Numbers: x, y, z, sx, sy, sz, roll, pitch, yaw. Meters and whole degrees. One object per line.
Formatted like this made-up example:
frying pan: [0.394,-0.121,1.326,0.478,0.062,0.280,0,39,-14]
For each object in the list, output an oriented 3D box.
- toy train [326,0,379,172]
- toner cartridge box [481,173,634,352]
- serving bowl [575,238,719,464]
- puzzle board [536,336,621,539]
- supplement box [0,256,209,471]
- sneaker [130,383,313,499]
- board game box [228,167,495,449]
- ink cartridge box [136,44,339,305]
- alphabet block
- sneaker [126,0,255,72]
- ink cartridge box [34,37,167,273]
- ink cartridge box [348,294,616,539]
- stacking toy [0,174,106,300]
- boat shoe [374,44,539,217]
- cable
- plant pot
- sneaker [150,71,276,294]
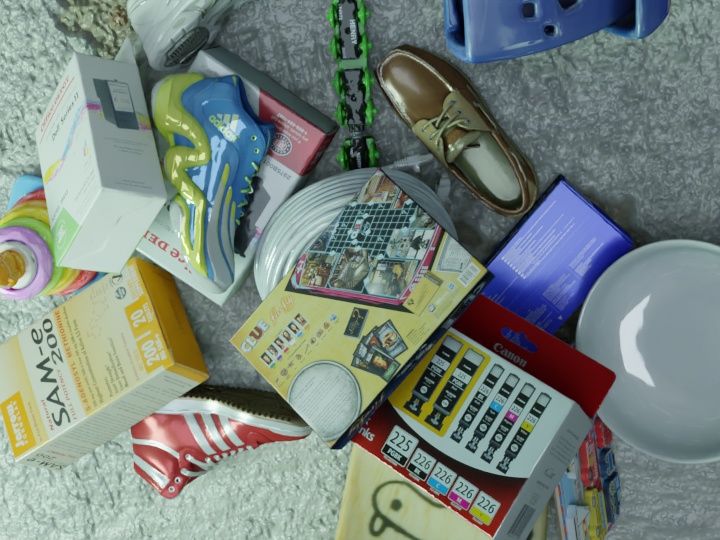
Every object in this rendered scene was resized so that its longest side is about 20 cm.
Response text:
toy train: [-0.004,-0.162,1.178,0.041,0.056,0.203,-2,105,7]
toner cartridge box: [0.163,0.014,1.205,0.095,0.043,0.200,40,105,-2]
serving bowl: [0.299,0.070,1.131,0.198,0.066,0.203,3,95,28]
puzzle board: [0.213,0.171,1.183,0.017,0.150,0.203,-4,103,29]
supplement box: [-0.265,0.095,1.238,0.199,0.073,0.127,-32,64,13]
sneaker: [-0.143,0.181,1.270,0.197,0.071,0.114,7,100,14]
board game box: [0.000,0.033,1.064,0.135,0.035,0.200,44,95,18]
ink cartridge box: [-0.135,-0.091,1.199,0.145,0.083,0.201,32,105,-1]
alphabet block: [0.077,0.280,1.162,0.192,0.202,0.198,5,137,6]
sneaker: [-0.144,-0.285,1.161,0.199,0.078,0.100,-39,76,5]
ink cartridge box: [-0.245,-0.114,1.142,0.067,0.202,0.117,7,140,-34]
ink cartridge box: [0.093,0.109,1.079,0.199,0.084,0.177,30,86,29]
stacking toy: [-0.317,-0.013,1.180,0.115,0.200,0.111,16,105,2]
boat shoe: [0.095,-0.130,1.164,0.200,0.074,0.076,44,104,-4]
cable: [0.000,0.000,1.175,0.197,0.070,0.202,-11,126,-8]
plant pot: [0.162,-0.288,1.060,0.177,0.200,0.203,-3,103,1]
sneaker: [-0.120,-0.083,1.117,0.104,0.076,0.203,-12,100,9]
